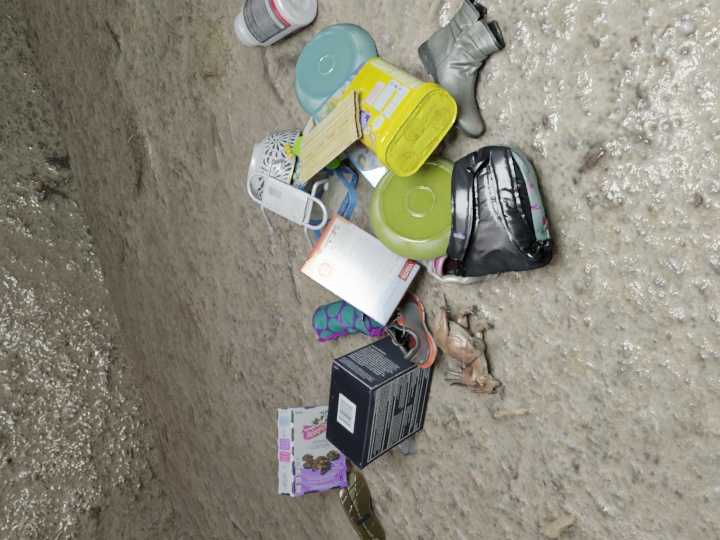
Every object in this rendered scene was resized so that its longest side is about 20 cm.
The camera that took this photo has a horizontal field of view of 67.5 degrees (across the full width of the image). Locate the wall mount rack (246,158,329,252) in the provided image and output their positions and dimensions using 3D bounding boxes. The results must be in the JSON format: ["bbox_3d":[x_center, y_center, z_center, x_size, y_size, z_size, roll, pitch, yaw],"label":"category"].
[{"bbox_3d":[-0.141,-0.124,1.106,0.198,0.074,0.176,27,120,20],"label":"wall mount rack"}]

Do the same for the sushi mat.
[{"bbox_3d":[-0.059,-0.235,0.971,0.199,0.012,0.097,-25,63,52],"label":"sushi mat"}]

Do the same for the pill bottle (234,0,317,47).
[{"bbox_3d":[-0.195,-0.566,1.192,0.198,0.110,0.113,-2,101,47],"label":"pill bottle"}]

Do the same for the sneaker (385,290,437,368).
[{"bbox_3d":[0.085,0.102,1.087,0.077,0.081,0.201,-51,45,24],"label":"sneaker"}]

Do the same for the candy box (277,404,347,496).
[{"bbox_3d":[-0.120,0.442,1.346,0.071,0.166,0.203,-18,71,48],"label":"candy box"}]

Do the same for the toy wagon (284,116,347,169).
[{"bbox_3d":[-0.063,-0.281,1.108,0.198,0.040,0.157,-24,62,15],"label":"toy wagon"}]

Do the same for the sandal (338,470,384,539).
[{"bbox_3d":[-0.002,0.620,1.392,0.202,0.079,0.054,65,159,3],"label":"sandal"}]

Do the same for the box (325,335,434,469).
[{"bbox_3d":[0.040,0.265,1.128,0.123,0.197,0.203,28,121,39],"label":"box"}]

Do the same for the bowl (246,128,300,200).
[{"bbox_3d":[-0.207,-0.241,1.245,0.201,0.093,0.204,-166,90,-77],"label":"bowl"}]

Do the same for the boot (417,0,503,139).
[{"bbox_3d":[0.182,-0.334,0.889,0.130,0.067,0.202,-31,80,42],"label":"boot"}]

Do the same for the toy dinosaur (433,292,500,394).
[{"bbox_3d":[0.184,0.143,1.024,0.201,0.085,0.137,52,141,31],"label":"toy dinosaur"}]

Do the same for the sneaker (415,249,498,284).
[{"bbox_3d":[0.154,-0.027,0.994,0.198,0.088,0.083,18,116,43],"label":"sneaker"}]

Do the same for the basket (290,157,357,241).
[{"bbox_3d":[-0.079,-0.152,1.172,0.201,0.138,0.178,55,136,32],"label":"basket"}]

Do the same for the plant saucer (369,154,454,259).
[{"bbox_3d":[0.109,-0.120,0.962,0.197,0.031,0.203,-4,75,13],"label":"plant saucer"}]

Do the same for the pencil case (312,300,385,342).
[{"bbox_3d":[-0.026,0.114,1.238,0.199,0.084,0.094,-13,65,49],"label":"pencil case"}]

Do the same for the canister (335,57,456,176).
[{"bbox_3d":[0.052,-0.269,0.919,0.149,0.086,0.200,-51,44,11],"label":"canister"}]

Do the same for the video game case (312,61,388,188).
[{"bbox_3d":[0.021,-0.273,1.027,0.143,0.018,0.201,-42,84,10],"label":"video game case"}]

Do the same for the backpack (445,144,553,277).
[{"bbox_3d":[0.218,-0.100,0.868,0.165,0.126,0.203,-9,95,26],"label":"backpack"}]

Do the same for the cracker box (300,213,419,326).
[{"bbox_3d":[0.000,0.000,1.056,0.199,0.058,0.135,32,86,8],"label":"cracker box"}]

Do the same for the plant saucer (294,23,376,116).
[{"bbox_3d":[-0.062,-0.409,1.087,0.197,0.036,0.204,-4,82,29],"label":"plant saucer"}]
